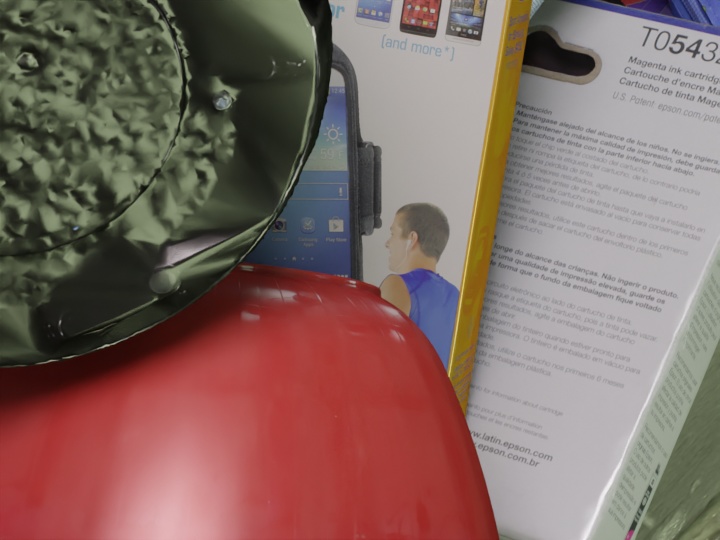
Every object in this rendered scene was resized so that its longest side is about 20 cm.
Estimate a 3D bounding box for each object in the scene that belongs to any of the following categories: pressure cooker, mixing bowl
[{"bbox_3d":[-0.107,-0.089,0.713,0.176,0.200,0.179,-33,124,8],"label":"pressure cooker"},{"bbox_3d":[-0.047,0.055,0.772,0.200,0.199,0.109,14,79,-57],"label":"mixing bowl"}]

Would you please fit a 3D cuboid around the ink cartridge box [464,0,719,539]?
[{"bbox_3d":[0.039,-0.007,0.928,0.201,0.196,0.043,-63,148,-17],"label":"ink cartridge box"}]

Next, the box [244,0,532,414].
[{"bbox_3d":[-0.012,-0.047,0.848,0.041,0.118,0.201,-34,134,-70],"label":"box"}]

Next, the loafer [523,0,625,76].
[{"bbox_3d":[0.087,-0.068,0.985,0.063,0.200,0.072,-46,168,29],"label":"loafer"}]

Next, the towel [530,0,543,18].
[{"bbox_3d":[0.039,-0.179,0.861,0.147,0.024,0.200,30,109,-14],"label":"towel"}]

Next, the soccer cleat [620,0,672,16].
[{"bbox_3d":[0.074,-0.039,1.040,0.200,0.073,0.068,-51,132,3],"label":"soccer cleat"}]

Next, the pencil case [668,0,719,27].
[{"bbox_3d":[0.155,-0.096,0.952,0.086,0.201,0.078,-18,155,-13],"label":"pencil case"}]
